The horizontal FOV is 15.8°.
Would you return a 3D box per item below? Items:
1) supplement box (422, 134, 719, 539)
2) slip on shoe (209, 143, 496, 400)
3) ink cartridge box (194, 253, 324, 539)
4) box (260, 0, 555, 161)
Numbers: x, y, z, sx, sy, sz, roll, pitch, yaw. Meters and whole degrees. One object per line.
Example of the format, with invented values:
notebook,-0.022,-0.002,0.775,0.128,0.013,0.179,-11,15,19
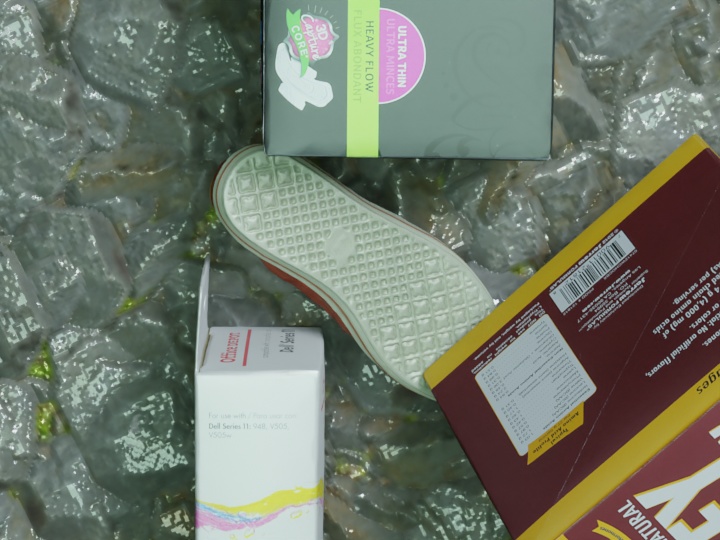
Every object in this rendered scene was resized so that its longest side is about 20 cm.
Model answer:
supplement box,0.167,0.073,1.307,0.197,0.200,0.133,-41,118,7
slip on shoe,0.000,0.000,1.384,0.200,0.061,0.074,37,86,-19
ink cartridge box,-0.052,0.097,1.369,0.067,0.117,0.200,0,101,-1
box,0.024,-0.161,1.320,0.148,0.124,0.200,0,99,0
